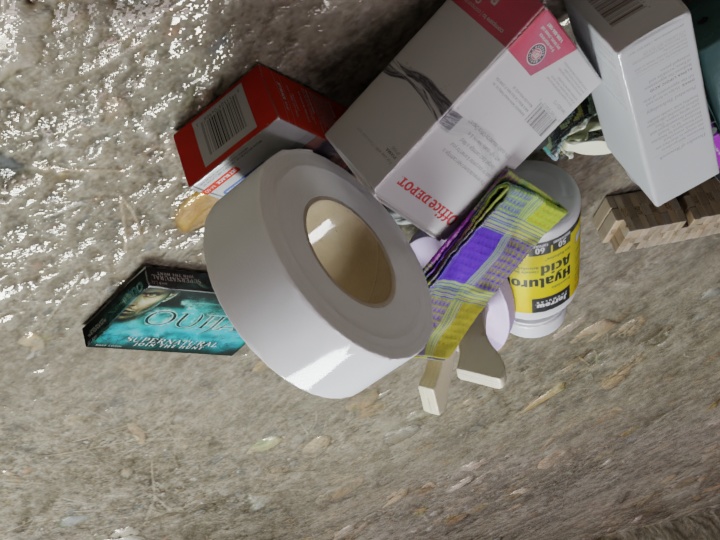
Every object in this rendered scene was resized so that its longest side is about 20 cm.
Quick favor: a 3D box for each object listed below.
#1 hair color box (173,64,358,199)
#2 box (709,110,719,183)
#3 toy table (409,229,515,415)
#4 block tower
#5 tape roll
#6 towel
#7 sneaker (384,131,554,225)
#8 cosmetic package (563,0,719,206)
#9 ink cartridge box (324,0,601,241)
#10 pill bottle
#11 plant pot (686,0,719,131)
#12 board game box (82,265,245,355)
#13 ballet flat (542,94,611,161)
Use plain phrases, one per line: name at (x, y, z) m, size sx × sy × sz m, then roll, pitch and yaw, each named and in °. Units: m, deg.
hair color box at (-0.055, -0.100, 1.022) m, size 0.111 × 0.064 × 0.200 m, roll -35°, pitch 151°, yaw 27°
box at (0.453, -0.167, 1.200) m, size 0.200 × 0.036 × 0.143 m, roll -29°, pitch 152°, yaw 22°
toy table at (0.088, 0.059, 1.220) m, size 0.184 × 0.117 × 0.200 m, roll 4°, pitch 138°, yaw 35°
block tower at (0.390, -0.071, 1.394) m, size 0.200 × 0.054 × 0.058 m, roll -11°, pitch 154°, yaw -16°
tape roll at (-0.032, 0.000, 0.929) m, size 0.071 × 0.203 × 0.202 m, roll -36°, pitch 150°, yaw 30°
towel at (0.104, 0.005, 1.050) m, size 0.200 × 0.023 × 0.144 m, roll -52°, pitch 150°, yaw 11°
sneaker at (0.084, -0.119, 1.093) m, size 0.200 × 0.073 × 0.082 m, roll -33°, pitch 135°, yaw 16°
cosmetic package at (0.251, -0.162, 1.001) m, size 0.074 × 0.102 × 0.200 m, roll -29°, pitch 138°, yaw 3°
ink cartridge box at (0.087, -0.138, 0.957) m, size 0.200 × 0.083 × 0.146 m, roll -46°, pitch 149°, yaw 10°
pill bottle at (0.186, -0.016, 1.249) m, size 0.111 × 0.111 × 0.200 m, roll -17°, pitch 140°, yaw -4°
plant pot at (0.386, -0.171, 1.047) m, size 0.141 × 0.141 × 0.200 m, roll -30°, pitch 121°, yaw 22°
board game box at (-0.188, 0.049, 1.263) m, size 0.200 × 0.028 × 0.135 m, roll 7°, pitch 144°, yaw -43°
ballet flat at (0.267, -0.153, 1.134) m, size 0.200 × 0.074 × 0.074 m, roll -17°, pitch 154°, yaw -6°
